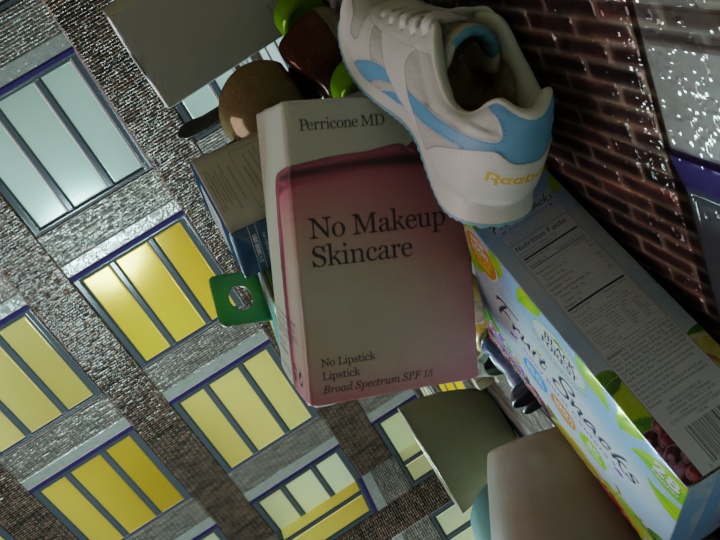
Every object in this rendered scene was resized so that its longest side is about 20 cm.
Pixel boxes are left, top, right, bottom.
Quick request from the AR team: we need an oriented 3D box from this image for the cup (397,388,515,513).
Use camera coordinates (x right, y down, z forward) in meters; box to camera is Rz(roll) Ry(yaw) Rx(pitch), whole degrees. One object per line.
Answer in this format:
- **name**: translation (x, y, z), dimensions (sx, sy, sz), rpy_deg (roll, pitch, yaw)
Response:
- **cup**: translation (0.174, 0.281, 1.220), dimensions (0.201, 0.143, 0.200), rpy_deg (58, 175, 8)

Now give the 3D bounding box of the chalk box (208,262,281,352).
- **chalk box**: translation (-0.036, 0.007, 0.670), dimensions (0.124, 0.198, 0.125), rpy_deg (84, 166, -49)

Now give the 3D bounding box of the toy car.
- **toy car**: translation (-0.081, -0.154, 0.728), dimensions (0.165, 0.199, 0.158), rpy_deg (55, 175, 36)

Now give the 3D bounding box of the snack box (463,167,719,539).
- **snack box**: translation (0.149, 0.060, 0.450), dimensions (0.200, 0.067, 0.169), rpy_deg (55, 175, 35)

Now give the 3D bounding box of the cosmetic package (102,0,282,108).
- **cosmetic package**: translation (-0.160, -0.278, 0.777), dimensions (0.113, 0.199, 0.081), rpy_deg (61, 174, -34)

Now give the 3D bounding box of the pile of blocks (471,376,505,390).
- **pile of blocks**: translation (0.124, 0.085, 0.969), dimensions (0.082, 0.062, 0.200), rpy_deg (62, 175, -38)

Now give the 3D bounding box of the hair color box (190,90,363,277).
- **hair color box**: translation (-0.032, -0.083, 0.620), dimensions (0.100, 0.199, 0.061), rpy_deg (56, 165, 36)

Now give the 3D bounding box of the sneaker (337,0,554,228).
- **sneaker**: translation (0.048, -0.121, 0.420), dimensions (0.201, 0.076, 0.081), rpy_deg (59, 156, 33)

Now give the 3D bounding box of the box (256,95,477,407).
- **box**: translation (0.003, -0.021, 0.523), dimensions (0.109, 0.127, 0.202), rpy_deg (-153, 56, -72)

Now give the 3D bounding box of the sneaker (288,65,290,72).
- **sneaker**: translation (-0.071, -0.226, 0.943), dimensions (0.070, 0.078, 0.200), rpy_deg (57, 176, 18)

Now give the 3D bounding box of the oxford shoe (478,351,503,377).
- **oxford shoe**: translation (0.094, 0.082, 0.751), dimensions (0.058, 0.199, 0.076), rpy_deg (24, 106, 49)

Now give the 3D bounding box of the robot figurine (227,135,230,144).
- **robot figurine**: translation (-0.066, -0.144, 0.875), dimensions (0.199, 0.125, 0.151), rpy_deg (22, 151, 24)

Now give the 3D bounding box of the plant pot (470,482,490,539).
- **plant pot**: translation (0.227, 0.341, 0.838), dimensions (0.201, 0.199, 0.196), rpy_deg (61, -176, -30)

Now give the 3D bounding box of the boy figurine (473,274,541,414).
- **boy figurine**: translation (0.120, 0.042, 0.701), dimensions (0.124, 0.064, 0.201), rpy_deg (37, -161, -55)

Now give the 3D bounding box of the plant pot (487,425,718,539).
- **plant pot**: translation (0.178, 0.207, 0.546), dimensions (0.200, 0.198, 0.175), rpy_deg (69, -174, -69)
